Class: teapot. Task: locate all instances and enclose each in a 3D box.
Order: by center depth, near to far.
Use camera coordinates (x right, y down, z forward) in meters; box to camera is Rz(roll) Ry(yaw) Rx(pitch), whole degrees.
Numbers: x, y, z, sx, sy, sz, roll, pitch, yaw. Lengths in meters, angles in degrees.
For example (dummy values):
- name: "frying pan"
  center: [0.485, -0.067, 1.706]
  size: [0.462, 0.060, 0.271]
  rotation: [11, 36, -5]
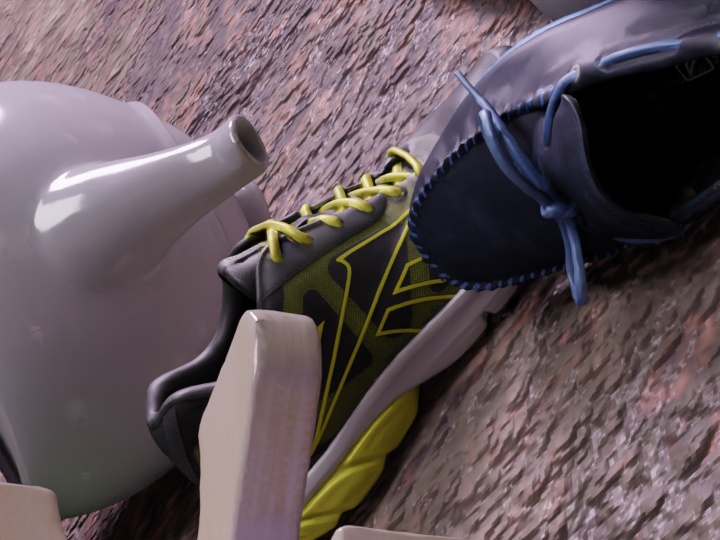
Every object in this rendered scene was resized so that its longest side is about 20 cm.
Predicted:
- name: "teapot"
  center: [-0.107, 0.000, 0.967]
  size: [0.146, 0.198, 0.200]
  rotation: [-25, 37, -15]

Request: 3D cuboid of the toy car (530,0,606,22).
- name: "toy car"
  center: [0.066, -0.177, 0.737]
  size: [0.150, 0.200, 0.175]
  rotation: [-11, -41, -52]

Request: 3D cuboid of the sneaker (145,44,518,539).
- name: "sneaker"
  center: [0.000, 0.000, 0.800]
  size: [0.200, 0.085, 0.074]
  rotation: [-59, 21, -5]

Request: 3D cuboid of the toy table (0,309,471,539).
- name: "toy table"
  center: [-0.040, 0.112, 0.621]
  size: [0.200, 0.183, 0.117]
  rotation: [-52, 32, 35]

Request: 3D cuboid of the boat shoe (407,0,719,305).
- name: "boat shoe"
  center: [0.077, -0.045, 0.690]
  size: [0.200, 0.084, 0.069]
  rotation: [-40, 14, 44]
